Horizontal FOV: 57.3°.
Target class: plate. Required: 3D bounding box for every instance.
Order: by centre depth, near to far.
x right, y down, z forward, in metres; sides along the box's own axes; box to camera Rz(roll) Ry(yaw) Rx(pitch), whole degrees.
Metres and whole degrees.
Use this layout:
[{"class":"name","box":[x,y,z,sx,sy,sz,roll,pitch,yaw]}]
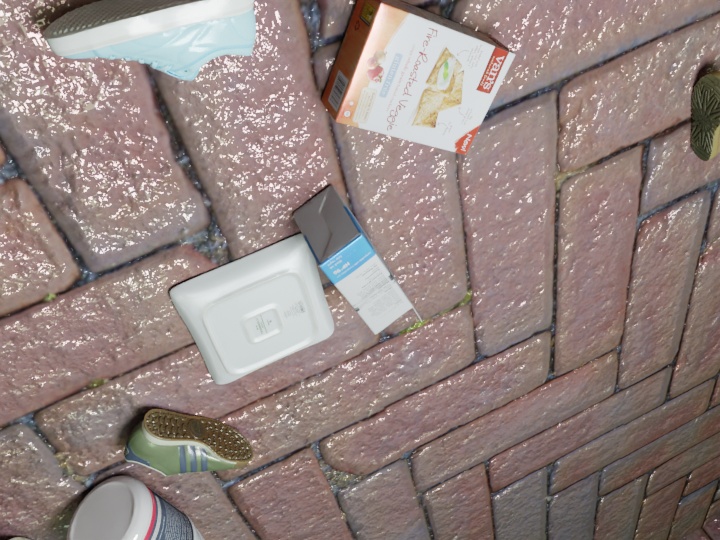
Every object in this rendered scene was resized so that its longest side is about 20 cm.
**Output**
[{"class":"plate","box":[-0.137,0.066,0.910,0.196,0.033,0.203,-23,133,-11]}]

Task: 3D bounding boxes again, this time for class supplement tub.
[{"class":"supplement tub","box":[-0.337,0.420,1.014,0.138,0.141,0.202,-30,134,-2]}]

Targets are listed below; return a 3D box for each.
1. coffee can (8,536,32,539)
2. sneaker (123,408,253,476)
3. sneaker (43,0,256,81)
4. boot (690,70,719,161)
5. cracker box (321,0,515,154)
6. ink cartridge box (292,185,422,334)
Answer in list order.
[{"class":"coffee can","box":[-0.560,0.514,0.964,0.198,0.147,0.147,-34,135,1]},{"class":"sneaker","box":[-0.262,0.270,0.991,0.090,0.068,0.198,-42,134,20]},{"class":"sneaker","box":[-0.189,-0.214,0.625,0.195,0.074,0.084,-16,129,-15]},{"class":"boot","box":[0.609,-0.281,1.015,0.197,0.067,0.176,-31,147,-1]},{"class":"cracker box","box":[0.068,-0.224,0.767,0.196,0.058,0.136,5,124,-32]},{"class":"ink cartridge box","box":[0.000,0.000,0.871,0.067,0.117,0.201,-34,134,4]}]
